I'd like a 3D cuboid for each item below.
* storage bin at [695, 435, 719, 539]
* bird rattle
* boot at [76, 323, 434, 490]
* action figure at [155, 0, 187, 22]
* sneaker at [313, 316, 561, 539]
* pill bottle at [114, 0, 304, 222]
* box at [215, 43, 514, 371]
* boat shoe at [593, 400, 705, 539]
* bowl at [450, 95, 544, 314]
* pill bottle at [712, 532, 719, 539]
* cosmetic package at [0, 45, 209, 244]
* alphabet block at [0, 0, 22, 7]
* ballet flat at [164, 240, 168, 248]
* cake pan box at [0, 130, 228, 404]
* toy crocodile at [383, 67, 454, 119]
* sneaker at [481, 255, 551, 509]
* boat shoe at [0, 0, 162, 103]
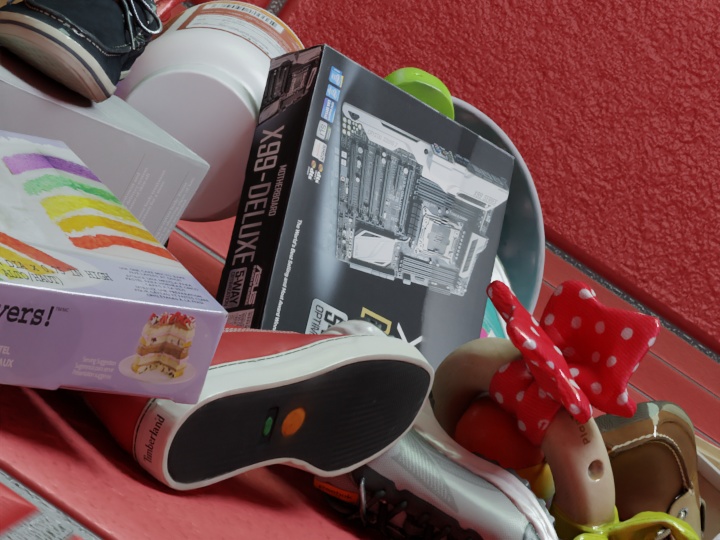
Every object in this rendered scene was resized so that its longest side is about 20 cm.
[{"bbox_3d":[0.269,0.204,1.717,0.198,0.094,0.200,28,8,-32],"label":"storage bin"},{"bbox_3d":[0.088,0.095,1.438,0.163,0.113,0.200,6,-53,53],"label":"bird rattle"},{"bbox_3d":[-0.068,0.038,1.326,0.144,0.073,0.200,35,24,35],"label":"boot"},{"bbox_3d":[-0.178,-0.109,1.563,0.052,0.200,0.065,49,-32,-13],"label":"action figure"},{"bbox_3d":[0.027,0.116,1.396,0.079,0.074,0.200,-29,65,-37],"label":"sneaker"},{"bbox_3d":[-0.089,-0.091,1.610,0.112,0.112,0.200,33,14,-3],"label":"pill bottle"},{"bbox_3d":[0.000,0.000,1.516,0.157,0.201,0.050,28,-25,-37],"label":"box"},{"bbox_3d":[0.166,0.141,1.562,0.200,0.075,0.074,69,2,-60],"label":"boat shoe"},{"bbox_3d":[0.007,-0.015,1.743,0.200,0.201,0.105,29,-11,-30],"label":"bowl"},{"bbox_3d":[0.268,0.222,1.490,0.200,0.120,0.119,38,9,37],"label":"pill bottle"},{"bbox_3d":[-0.179,-0.052,1.406,0.090,0.107,0.200,37,6,35],"label":"cosmetic package"},{"bbox_3d":[-0.246,-0.237,1.708,0.196,0.201,0.195,6,2,10],"label":"alphabet block"},{"bbox_3d":[-0.196,-0.068,1.624,0.200,0.070,0.069,40,9,21],"label":"ballet flat"},{"bbox_3d":[-0.184,-0.014,1.196,0.199,0.052,0.184,9,19,-35],"label":"cake pan box"},{"bbox_3d":[-0.018,-0.035,1.613,0.062,0.200,0.068,33,1,-10],"label":"toy crocodile"},{"bbox_3d":[0.053,0.082,1.647,0.120,0.084,0.201,-15,73,-28],"label":"sneaker"},{"bbox_3d":[-0.143,-0.129,1.419,0.074,0.062,0.200,33,7,-1],"label":"boat shoe"}]
